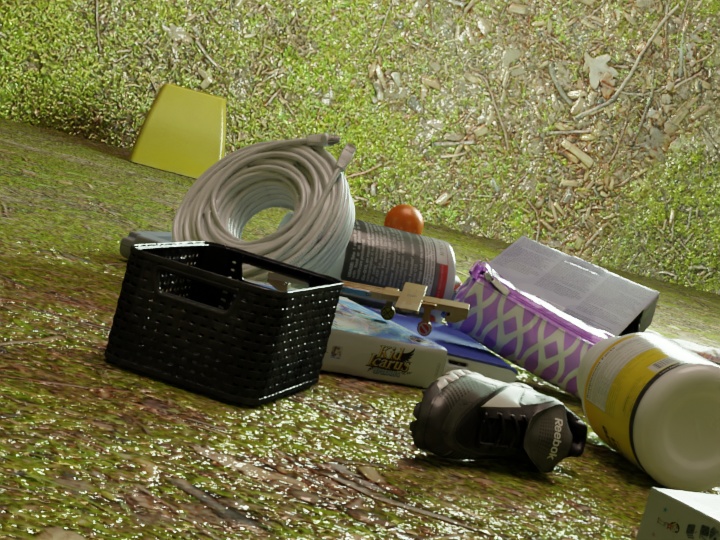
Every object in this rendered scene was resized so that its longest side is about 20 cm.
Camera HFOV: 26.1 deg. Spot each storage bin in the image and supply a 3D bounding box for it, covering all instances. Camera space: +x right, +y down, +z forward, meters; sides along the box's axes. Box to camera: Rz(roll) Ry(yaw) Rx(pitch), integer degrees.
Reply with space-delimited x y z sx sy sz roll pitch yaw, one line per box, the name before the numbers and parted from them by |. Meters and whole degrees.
storage bin | -0.108 0.039 1.276 0.134 0.095 0.200 16 5 14

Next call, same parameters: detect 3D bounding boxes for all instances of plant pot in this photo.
plant pot | -0.375 -0.301 3.323 0.198 0.178 0.200 14 7 -7

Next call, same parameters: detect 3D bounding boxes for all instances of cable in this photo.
cable | -0.105 -0.056 1.703 0.198 0.201 0.069 1 -35 22

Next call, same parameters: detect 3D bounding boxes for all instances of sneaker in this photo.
sneaker | 0.117 0.121 1.211 0.090 0.067 0.199 16 3 34

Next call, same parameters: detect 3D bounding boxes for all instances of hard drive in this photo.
hard drive | 0.075 0.080 1.669 0.131 0.026 0.200 13 6 -15

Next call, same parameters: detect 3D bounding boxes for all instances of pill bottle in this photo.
pill bottle | 0.263 0.118 1.382 0.111 0.113 0.200 14 6 -13
pill bottle | 0.000 0.000 1.794 0.198 0.115 0.114 14 6 -17

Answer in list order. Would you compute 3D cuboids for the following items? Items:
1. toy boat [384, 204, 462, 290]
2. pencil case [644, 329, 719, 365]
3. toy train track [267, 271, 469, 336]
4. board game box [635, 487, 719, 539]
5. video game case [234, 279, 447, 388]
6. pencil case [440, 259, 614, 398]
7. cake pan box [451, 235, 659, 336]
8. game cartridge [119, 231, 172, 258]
toy boat | 0.045 -0.022 2.011 0.199 0.132 0.130 20 10 36
pencil case | 0.361 0.109 1.855 0.199 0.078 0.089 17 -10 19
toy train track | 0.006 0.032 1.516 0.198 0.033 0.115 11 12 5
board game box | 0.284 0.198 0.938 0.147 0.065 0.200 10 9 -36
video game case | -0.043 0.056 1.508 0.180 0.046 0.200 10 8 -33
pencil case | 0.188 0.062 1.647 0.199 0.086 0.084 28 42 1
cake pan box | 0.229 0.044 1.797 0.199 0.053 0.184 23 35 22
game cartridge | -0.184 -0.014 1.847 0.132 0.041 0.200 13 5 19
